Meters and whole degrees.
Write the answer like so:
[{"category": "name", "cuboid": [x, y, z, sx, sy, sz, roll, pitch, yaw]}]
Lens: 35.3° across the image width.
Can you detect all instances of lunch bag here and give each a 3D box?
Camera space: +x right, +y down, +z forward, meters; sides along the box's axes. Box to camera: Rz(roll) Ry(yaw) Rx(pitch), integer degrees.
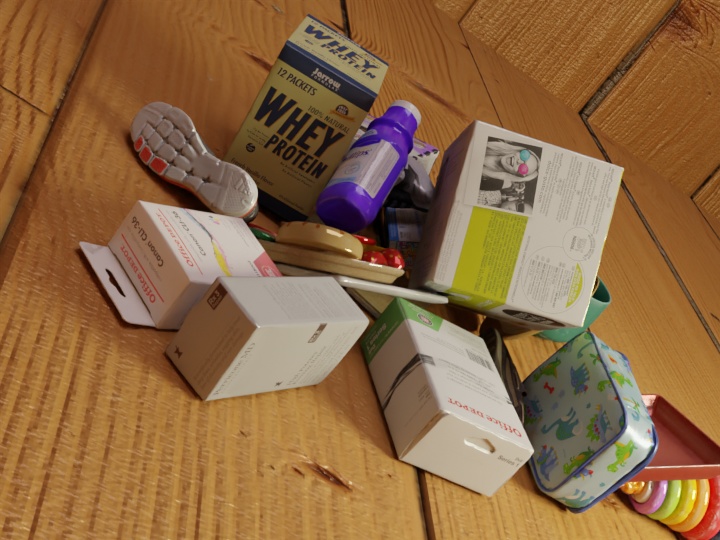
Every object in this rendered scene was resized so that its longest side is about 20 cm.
[{"category": "lunch bag", "cuboid": [0.273, 0.187, 1.400, 0.082, 0.161, 0.201, 34, 24, -26]}]

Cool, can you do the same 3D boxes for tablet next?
[{"category": "tablet", "cuboid": [-0.001, 0.016, 1.349, 0.129, 0.014, 0.198, 11, 0, 44]}]

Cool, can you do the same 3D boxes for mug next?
[{"category": "mug", "cuboid": [0.295, 0.028, 1.794, 0.151, 0.115, 0.186, 18, 30, -42]}]

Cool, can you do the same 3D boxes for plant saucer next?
[{"category": "plant saucer", "cuboid": [0.364, 0.225, 1.508, 0.197, 0.037, 0.200, 2, 20, -19]}]

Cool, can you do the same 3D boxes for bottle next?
[{"category": "bottle", "cuboid": [0.017, -0.135, 1.425, 0.065, 0.083, 0.201, 47, 53, -22]}]

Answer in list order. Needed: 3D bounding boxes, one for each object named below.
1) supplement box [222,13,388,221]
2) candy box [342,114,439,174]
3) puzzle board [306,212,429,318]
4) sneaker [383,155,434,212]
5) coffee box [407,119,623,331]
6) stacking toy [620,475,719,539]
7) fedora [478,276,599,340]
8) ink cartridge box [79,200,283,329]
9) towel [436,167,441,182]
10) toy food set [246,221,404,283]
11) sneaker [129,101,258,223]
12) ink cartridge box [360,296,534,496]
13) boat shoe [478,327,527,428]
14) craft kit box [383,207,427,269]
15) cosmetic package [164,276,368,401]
[{"category": "supplement box", "cuboid": [-0.073, -0.203, 1.499, 0.133, 0.201, 0.200, 29, 23, -6]}, {"category": "candy box", "cuboid": [0.011, -0.180, 1.732, 0.166, 0.072, 0.200, 28, 19, 13]}, {"category": "puzzle board", "cuboid": [0.000, 0.000, 1.500, 0.200, 0.017, 0.151, 41, 23, 3]}, {"category": "sneaker", "cuboid": [0.029, -0.109, 1.580, 0.199, 0.113, 0.076, 25, 37, -55]}, {"category": "coffee box", "cuboid": [0.188, -0.046, 1.417, 0.195, 0.203, 0.200, 16, -6, -5]}, {"category": "stacking toy", "cuboid": [0.402, 0.293, 1.508, 0.198, 0.111, 0.116, 18, 19, -22]}, {"category": "fedora", "cuboid": [0.241, 0.023, 1.606, 0.083, 0.198, 0.201, 64, 18, -13]}, {"category": "ink cartridge box", "cuboid": [-0.175, -0.003, 1.150, 0.199, 0.068, 0.117, 6, 40, -55]}, {"category": "towel", "cuboid": [0.201, -0.091, 1.602, 0.197, 0.050, 0.148, 18, 13, 0]}, {"category": "toy food set", "cuboid": [-0.045, -0.025, 1.318, 0.198, 0.049, 0.197, 11, 0, -43]}, {"category": "sneaker", "cuboid": [-0.199, -0.119, 1.361, 0.200, 0.077, 0.082, 44, -8, 18]}, {"category": "ink cartridge box", "cuboid": [0.095, 0.143, 1.291, 0.145, 0.085, 0.201, 27, 26, -29]}, {"category": "boat shoe", "cuboid": [0.168, 0.151, 1.432, 0.073, 0.074, 0.201, 45, 25, -20]}, {"category": "craft kit box", "cuboid": [0.132, -0.050, 1.617, 0.194, 0.049, 0.200, 1, 20, 0]}, {"category": "cosmetic package", "cuboid": [-0.088, 0.064, 1.124, 0.074, 0.102, 0.199, 47, 24, 22]}]
